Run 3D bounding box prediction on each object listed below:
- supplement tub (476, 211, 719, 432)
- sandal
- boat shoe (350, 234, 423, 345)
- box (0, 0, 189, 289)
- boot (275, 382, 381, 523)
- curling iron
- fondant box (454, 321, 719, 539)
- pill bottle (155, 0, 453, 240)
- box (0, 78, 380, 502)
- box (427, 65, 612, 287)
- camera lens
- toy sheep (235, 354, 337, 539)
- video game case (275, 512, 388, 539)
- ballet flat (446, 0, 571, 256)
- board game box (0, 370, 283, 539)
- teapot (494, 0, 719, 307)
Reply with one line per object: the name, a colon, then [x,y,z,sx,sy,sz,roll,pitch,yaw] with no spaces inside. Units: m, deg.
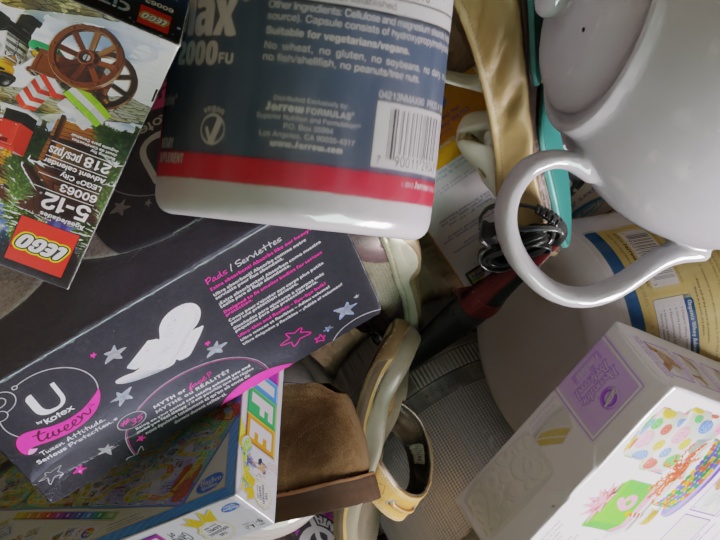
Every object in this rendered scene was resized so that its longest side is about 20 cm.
supplement tub: [0.190,0.032,1.013,0.198,0.145,0.145,-9,142,-29]
sandal: [0.021,0.114,0.973,0.054,0.081,0.201,16,132,5]
boat shoe: [0.000,0.000,0.946,0.064,0.073,0.200,-17,163,-4]
box: [-0.185,-0.084,0.627,0.198,0.038,0.137,21,126,-14]
boot: [-0.087,0.113,0.897,0.198,0.076,0.074,-15,174,18]
curling iron: [0.060,0.014,0.918,0.049,0.026,0.200,16,148,-15]
fondant box: [0.171,0.119,0.927,0.199,0.058,0.145,20,117,-47]
pill bottle: [-0.019,-0.118,0.663,0.119,0.119,0.202,5,91,-44]
box: [-0.113,-0.004,0.798,0.199,0.133,0.115,-29,145,-5]
box: [0.090,-0.056,0.988,0.119,0.042,0.200,-34,150,2]
camera lens: [0.084,0.139,1.091,0.159,0.201,0.161,-21,146,-15]
toy sheep: [-0.071,0.103,0.984,0.137,0.139,0.200,-22,164,-15]
video game case: [-0.022,0.227,1.060,0.036,0.199,0.182,-55,-174,31]
ballet flat: [0.077,-0.097,0.863,0.062,0.069,0.201,-2,123,15]
board game box: [-0.131,0.104,0.868,0.199,0.135,0.034,-24,134,27]
teapot: [0.152,-0.109,0.779,0.145,0.201,0.198,16,139,-16]
